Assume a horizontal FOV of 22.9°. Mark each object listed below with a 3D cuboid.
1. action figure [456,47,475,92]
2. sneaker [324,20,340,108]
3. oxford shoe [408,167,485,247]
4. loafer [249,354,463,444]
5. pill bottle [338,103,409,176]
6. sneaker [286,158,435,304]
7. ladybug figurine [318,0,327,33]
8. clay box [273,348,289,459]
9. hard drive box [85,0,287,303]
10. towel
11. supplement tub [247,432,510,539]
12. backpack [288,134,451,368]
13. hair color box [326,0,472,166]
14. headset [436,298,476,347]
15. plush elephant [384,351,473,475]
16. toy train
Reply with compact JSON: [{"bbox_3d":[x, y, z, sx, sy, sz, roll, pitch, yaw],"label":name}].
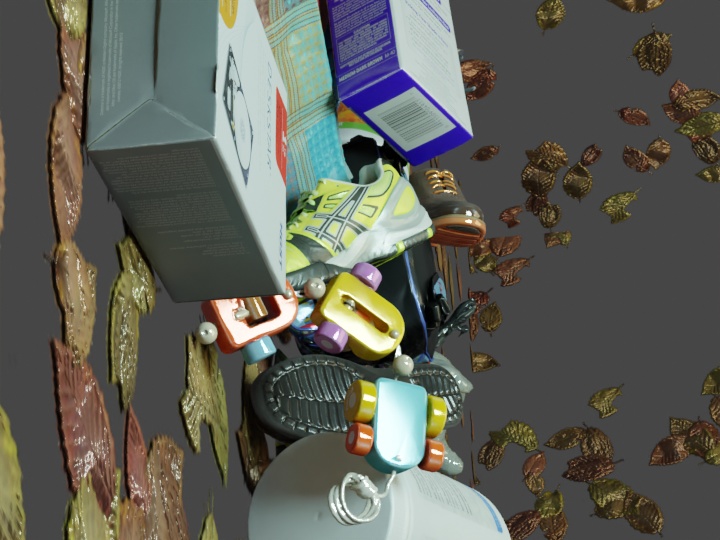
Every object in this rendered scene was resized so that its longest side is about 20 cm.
[{"bbox_3d":[0.014,-0.207,1.610,0.200,0.119,0.102,50,-49,20],"label":"action figure"},{"bbox_3d":[-0.050,-0.207,1.546,0.083,0.071,0.200,-128,-143,-85],"label":"sneaker"},{"bbox_3d":[0.065,-0.061,1.648,0.200,0.071,0.073,-175,-84,-70],"label":"oxford shoe"},{"bbox_3d":[-0.010,0.114,1.405,0.200,0.071,0.073,7,62,-38],"label":"loafer"},{"bbox_3d":[-0.008,-0.143,1.691,0.200,0.111,0.111,-87,169,-49],"label":"pill bottle"},{"bbox_3d":[-0.035,-0.023,1.327,0.200,0.075,0.076,-25,87,-42],"label":"sneaker"},{"bbox_3d":[-0.071,-0.233,1.409,0.200,0.072,0.136,71,16,-63],"label":"ladybug figurine"},{"bbox_3d":[-0.039,0.170,1.483,0.115,0.048,0.200,58,28,-73],"label":"clay box"},{"bbox_3d":[-0.100,-0.093,1.071,0.200,0.077,0.156,71,16,-63],"label":"hard drive box"},{"bbox_3d":[-0.065,-0.113,1.311,0.147,0.022,0.200,-44,137,-39],"label":"towel"},{"bbox_3d":[0.019,0.207,1.355,0.200,0.132,0.132,32,49,-53],"label":"supplement tub"},{"bbox_3d":[0.000,0.000,1.498,0.200,0.134,0.183,65,10,-75],"label":"backpack"},{"bbox_3d":[0.026,-0.196,1.427,0.109,0.065,0.200,39,36,-45],"label":"hair color box"},{"bbox_3d":[0.028,0.006,1.705,0.200,0.094,0.124,50,-2,42],"label":"headset"},{"bbox_3d":[0.030,0.133,1.620,0.165,0.155,0.200,-31,117,-82],"label":"plush elephant"},{"bbox_3d":[-0.029,0.076,1.238,0.200,0.150,0.056,59,-32,3],"label":"toy train"}]
